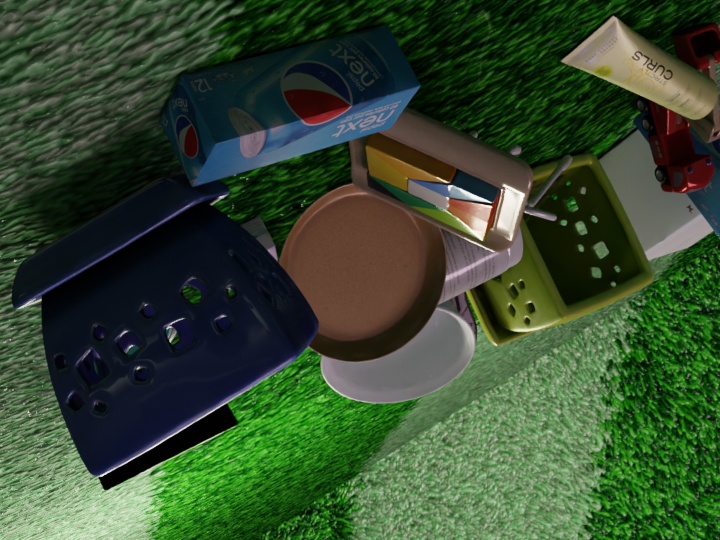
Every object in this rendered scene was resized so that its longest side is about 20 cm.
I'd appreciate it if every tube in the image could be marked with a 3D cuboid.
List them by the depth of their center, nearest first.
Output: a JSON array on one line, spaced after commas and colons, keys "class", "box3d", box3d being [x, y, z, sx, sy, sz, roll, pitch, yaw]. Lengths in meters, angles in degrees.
[{"class": "tube", "box3d": [0.308, -0.216, 1.425, 0.199, 0.052, 0.059, 18, 96, -38]}]

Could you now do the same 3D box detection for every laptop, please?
[{"class": "laptop", "box3d": [-0.269, 0.215, 1.745, 0.186, 0.117, 0.200, -25, 166, -14]}]

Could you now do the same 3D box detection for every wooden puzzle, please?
[{"class": "wooden puzzle", "box3d": [0.068, -0.084, 1.252, 0.038, 0.184, 0.200, -62, 172, -16]}]

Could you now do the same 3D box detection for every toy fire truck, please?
[{"class": "toy fire truck", "box3d": [0.391, -0.188, 1.571, 0.048, 0.202, 0.141, -22, -167, -19]}]

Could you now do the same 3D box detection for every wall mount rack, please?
[{"class": "wall mount rack", "box3d": [0.128, -0.107, 1.357, 0.173, 0.198, 0.075, 6, 102, -63]}]

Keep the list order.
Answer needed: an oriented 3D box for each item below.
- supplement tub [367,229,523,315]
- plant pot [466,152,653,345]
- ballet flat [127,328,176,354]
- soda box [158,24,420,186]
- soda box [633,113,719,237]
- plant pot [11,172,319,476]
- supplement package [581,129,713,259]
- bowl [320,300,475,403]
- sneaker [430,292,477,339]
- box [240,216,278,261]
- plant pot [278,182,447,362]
[{"class": "supplement tub", "box3d": [0.076, -0.025, 1.547, 0.198, 0.133, 0.132, -24, 166, -15]}, {"class": "plant pot", "box3d": [0.242, -0.018, 1.783, 0.198, 0.202, 0.181, -18, 169, -38]}, {"class": "ballet flat", "box3d": [-0.246, 0.070, 1.417, 0.200, 0.067, 0.070, -41, -174, 39]}, {"class": "soda box", "box3d": [-0.054, -0.133, 1.047, 0.199, 0.065, 0.068, -21, 164, -33]}, {"class": "soda box", "box3d": [0.443, -0.139, 1.682, 0.064, 0.201, 0.068, -28, 168, -35]}, {"class": "plant pot", "box3d": [-0.165, 0.030, 1.100, 0.199, 0.181, 0.200, -30, -176, 6]}, {"class": "supplement package", "box3d": [0.445, -0.119, 1.905, 0.199, 0.152, 0.152, -13, 160, -49]}, {"class": "bowl", "box3d": [0.041, 0.076, 1.682, 0.199, 0.091, 0.202, -7, 139, -6]}, {"class": "sneaker", "box3d": [0.104, 0.041, 1.784, 0.075, 0.201, 0.114, -17, -152, -8]}, {"class": "box", "box3d": [-0.111, -0.005, 1.436, 0.041, 0.039, 0.200, -26, 166, -8]}, {"class": "plant pot", "box3d": [0.000, 0.000, 1.435, 0.198, 0.202, 0.027, -25, -159, -14]}]
